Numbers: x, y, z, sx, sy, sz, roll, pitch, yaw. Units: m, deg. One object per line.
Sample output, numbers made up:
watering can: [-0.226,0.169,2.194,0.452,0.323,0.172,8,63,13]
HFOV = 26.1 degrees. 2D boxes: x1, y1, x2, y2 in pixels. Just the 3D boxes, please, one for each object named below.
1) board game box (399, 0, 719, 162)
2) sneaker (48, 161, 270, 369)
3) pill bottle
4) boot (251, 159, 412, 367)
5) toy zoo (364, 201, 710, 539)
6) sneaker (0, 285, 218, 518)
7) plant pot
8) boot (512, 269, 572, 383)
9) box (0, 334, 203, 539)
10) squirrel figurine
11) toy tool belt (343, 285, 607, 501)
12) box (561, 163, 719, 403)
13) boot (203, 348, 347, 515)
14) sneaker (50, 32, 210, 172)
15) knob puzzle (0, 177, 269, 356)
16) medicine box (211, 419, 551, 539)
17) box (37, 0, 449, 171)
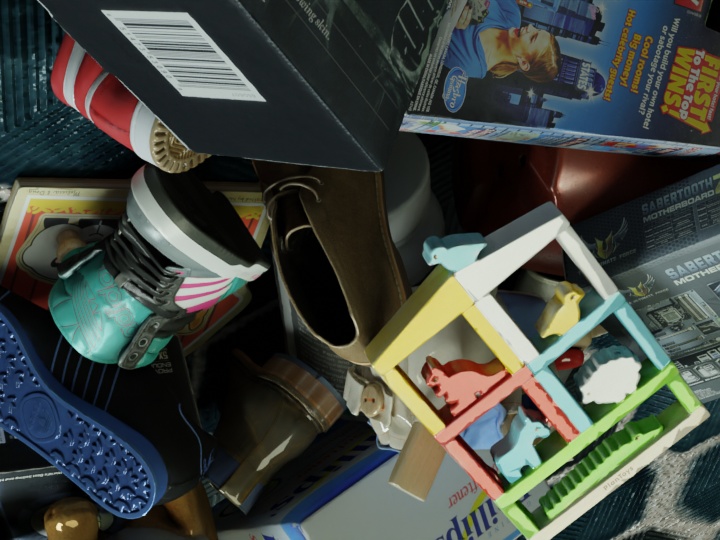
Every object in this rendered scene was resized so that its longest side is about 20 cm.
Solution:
board game box: [0.133,-0.143,0.854,0.199,0.062,0.201,19,84,-14]
sneaker: [-0.129,-0.001,0.896,0.120,0.084,0.200,-35,170,2]
pill bottle: [0.000,0.000,1.016,0.112,0.113,0.201,-17,142,-10]
boot: [-0.027,-0.044,0.878,0.073,0.201,0.075,-27,164,19]
toy zoo: [0.093,0.052,0.858,0.131,0.020,0.200,-39,118,5]
sneaker: [-0.175,0.070,0.949,0.078,0.200,0.070,-22,149,-57]
plant pot: [0.174,-0.071,0.982,0.194,0.202,0.201,4,134,-22]
boot: [0.108,0.071,1.194,0.181,0.073,0.201,-19,151,-31]
box: [-0.223,0.126,1.033,0.199,0.087,0.164,-4,151,-26]
squirrel figurine: [-0.178,0.223,1.003,0.185,0.142,0.200,-12,152,2]
toy tool belt: [0.080,0.078,0.960,0.124,0.124,0.199,-18,164,42]
box: [0.238,-0.002,0.888,0.199,0.051,0.158,-24,138,29]
boot: [-0.084,0.110,1.052,0.097,0.075,0.200,-49,-171,-17]
sneaker: [-0.081,-0.139,0.858,0.200,0.112,0.072,-42,144,-32]
knob puzzle: [-0.160,0.024,1.022,0.218,0.031,0.220,-16,141,-13]
medicine box: [0.000,0.173,1.072,0.182,0.103,0.200,-32,-175,-31]
box: [-0.046,-0.181,0.697,0.123,0.198,0.200,8,157,33]
